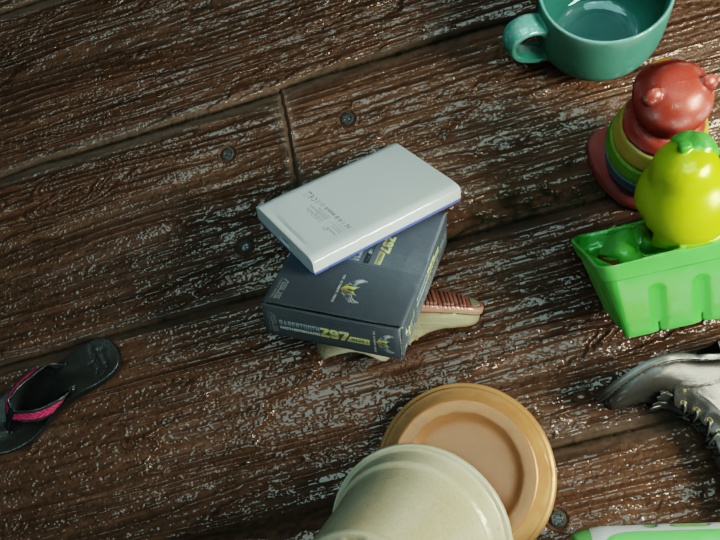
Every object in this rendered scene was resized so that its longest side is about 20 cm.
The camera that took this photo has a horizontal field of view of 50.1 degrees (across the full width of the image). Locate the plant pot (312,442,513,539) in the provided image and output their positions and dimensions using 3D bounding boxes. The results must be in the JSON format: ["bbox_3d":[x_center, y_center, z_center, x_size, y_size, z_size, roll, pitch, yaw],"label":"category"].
[{"bbox_3d":[0.030,0.284,0.726,0.199,0.183,0.202,1,92,21],"label":"plant pot"}]

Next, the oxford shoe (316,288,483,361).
[{"bbox_3d":[0.043,0.064,0.892,0.199,0.071,0.074,-3,102,6],"label":"oxford shoe"}]

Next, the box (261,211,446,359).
[{"bbox_3d":[0.000,0.000,0.862,0.157,0.051,0.200,10,44,16],"label":"box"}]

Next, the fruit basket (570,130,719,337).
[{"bbox_3d":[0.327,-0.049,0.791,0.214,0.156,0.217,1,106,2],"label":"fruit basket"}]

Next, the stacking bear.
[{"bbox_3d":[0.318,-0.151,0.821,0.121,0.200,0.114,-8,71,8],"label":"stacking bear"}]

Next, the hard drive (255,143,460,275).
[{"bbox_3d":[-0.003,-0.077,0.891,0.199,0.025,0.132,-27,44,-21],"label":"hard drive"}]

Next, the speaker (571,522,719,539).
[{"bbox_3d":[0.314,0.293,0.754,0.199,0.088,0.089,-5,73,9],"label":"speaker"}]

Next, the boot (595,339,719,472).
[{"bbox_3d":[0.362,0.168,0.790,0.199,0.069,0.175,-17,71,3],"label":"boot"}]

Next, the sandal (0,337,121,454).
[{"bbox_3d":[-0.388,0.149,0.946,0.200,0.045,0.075,-37,71,-2],"label":"sandal"}]

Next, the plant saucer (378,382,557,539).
[{"bbox_3d":[0.112,0.221,0.838,0.199,0.037,0.202,-3,73,10],"label":"plant saucer"}]

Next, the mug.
[{"bbox_3d":[0.272,-0.308,0.923,0.184,0.114,0.153,10,76,14],"label":"mug"}]
